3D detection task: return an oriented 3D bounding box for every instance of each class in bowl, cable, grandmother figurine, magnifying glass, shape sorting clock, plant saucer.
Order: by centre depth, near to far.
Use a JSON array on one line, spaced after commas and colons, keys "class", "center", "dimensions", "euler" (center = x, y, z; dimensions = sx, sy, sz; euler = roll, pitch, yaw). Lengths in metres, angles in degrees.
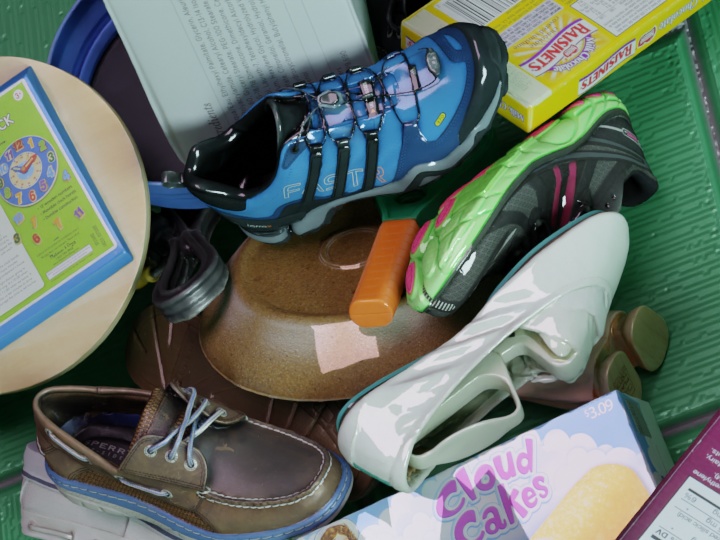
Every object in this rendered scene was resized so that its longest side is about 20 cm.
[{"class": "grandmother figurine", "center": [0.067, 0.049, 1.670], "dimensions": [0.200, 0.061, 0.121], "euler": [5, 40, 35]}, {"class": "magnifying glass", "center": [0.028, -0.033, 1.673], "dimensions": [0.079, 0.022, 0.200], "euler": [-4, 32, 18]}, {"class": "plant saucer", "center": [0.000, 0.000, 1.684], "dimensions": [0.200, 0.036, 0.200], "euler": [-12, 33, 8]}, {"class": "shape sorting clock", "center": [-0.215, -0.027, 1.740], "dimensions": [0.199, 0.039, 0.201], "euler": [-1, 87, 18]}, {"class": "cable", "center": [-0.099, -0.008, 1.750], "dimensions": [0.097, 0.050, 0.200], "euler": [-33, 23, -10]}, {"class": "bowl", "center": [-0.090, -0.122, 1.780], "dimensions": [0.200, 0.039, 0.201], "euler": [-9, 54, 12]}]

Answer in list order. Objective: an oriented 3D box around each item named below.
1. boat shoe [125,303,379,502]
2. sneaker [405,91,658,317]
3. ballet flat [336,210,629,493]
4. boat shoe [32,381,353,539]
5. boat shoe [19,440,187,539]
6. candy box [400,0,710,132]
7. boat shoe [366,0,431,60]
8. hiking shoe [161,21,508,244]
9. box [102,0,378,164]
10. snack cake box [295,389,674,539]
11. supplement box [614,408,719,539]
[{"class": "boat shoe", "center": [-0.050, 0.074, 1.713], "dimensions": [0.200, 0.063, 0.073], "euler": [32, 101, 37]}, {"class": "sneaker", "center": [0.101, -0.028, 1.628], "dimensions": [0.200, 0.084, 0.077], "euler": [-37, 0, -38]}, {"class": "ballet flat", "center": [0.079, 0.050, 1.576], "dimensions": [0.200, 0.069, 0.069], "euler": [-38, 51, -9]}, {"class": "boat shoe", "center": [-0.101, 0.103, 1.640], "dimensions": [0.200, 0.072, 0.072], "euler": [3, 51, 29]}, {"class": "boat shoe", "center": [-0.120, 0.157, 1.718], "dimensions": [0.200, 0.071, 0.070], "euler": [16, 101, 31]}, {"class": "candy box", "center": [0.127, -0.159, 1.697], "dimensions": [0.200, 0.026, 0.102], "euler": [-36, 58, -29]}, {"class": "boat shoe", "center": [0.052, -0.152, 1.776], "dimensions": [0.199, 0.066, 0.075], "euler": [20, 76, 36]}, {"class": "hiking shoe", "center": [-0.008, -0.076, 1.627], "dimensions": [0.200, 0.087, 0.075], "euler": [-32, 62, 26]}, {"class": "box", "center": [-0.081, -0.205, 1.684], "dimensions": [0.130, 0.200, 0.199], "euler": [-16, 53, 5]}, {"class": "snack cake box", "center": [0.079, 0.157, 1.578], "dimensions": [0.200, 0.067, 0.115], "euler": [-27, 73, 16]}, {"class": "supplement box", "center": [0.200, 0.135, 1.439], "dimensions": [0.103, 0.131, 0.200], "euler": [32, 56, 17]}]
